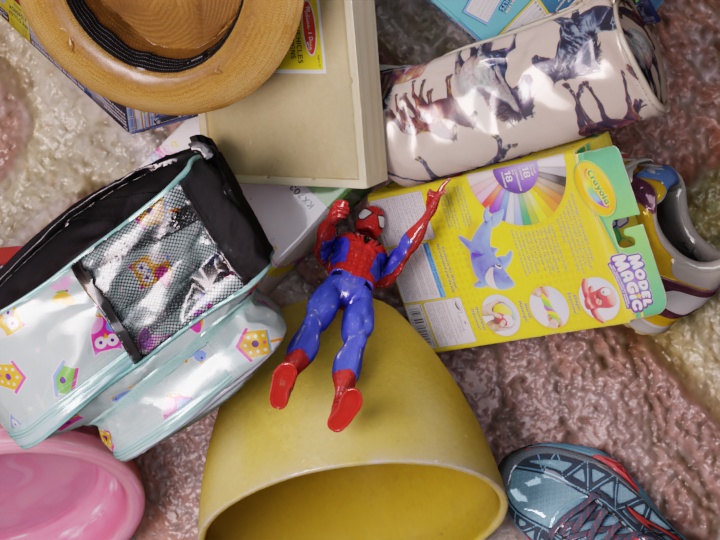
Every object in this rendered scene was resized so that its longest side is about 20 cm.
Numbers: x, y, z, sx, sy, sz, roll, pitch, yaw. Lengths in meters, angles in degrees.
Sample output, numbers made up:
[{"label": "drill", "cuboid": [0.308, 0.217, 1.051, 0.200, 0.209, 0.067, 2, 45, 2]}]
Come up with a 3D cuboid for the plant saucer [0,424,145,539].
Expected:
[{"label": "plant saucer", "cuboid": [-0.243, 0.150, 1.538, 0.199, 0.201, 0.051, -20, 55, 6]}]

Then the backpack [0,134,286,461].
[{"label": "backpack", "cuboid": [-0.145, 0.028, 1.418, 0.199, 0.176, 0.154, -28, 98, 0]}]

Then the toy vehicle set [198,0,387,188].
[{"label": "toy vehicle set", "cuboid": [-0.050, -0.152, 1.447, 0.124, 0.026, 0.202, 5, 108, 31]}]

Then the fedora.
[{"label": "fedora", "cuboid": [-0.113, -0.195, 1.394, 0.199, 0.082, 0.202, 7, 120, 12]}]

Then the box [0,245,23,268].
[{"label": "box", "cuboid": [-0.273, 0.046, 1.521, 0.102, 0.200, 0.095, -21, 86, 21]}]

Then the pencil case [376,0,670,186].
[{"label": "pencil case", "cuboid": [0.091, -0.114, 1.453, 0.199, 0.078, 0.090, -16, 92, 24]}]

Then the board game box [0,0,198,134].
[{"label": "board game box", "cuboid": [-0.172, -0.224, 1.512, 0.061, 0.200, 0.201, -17, 129, -29]}]

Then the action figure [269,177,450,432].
[{"label": "action figure", "cuboid": [0.000, 0.000, 1.437, 0.065, 0.200, 0.099, 23, 122, -4]}]

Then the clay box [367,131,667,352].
[{"label": "clay box", "cuboid": [0.107, -0.018, 1.495, 0.199, 0.048, 0.116, -10, 104, 39]}]

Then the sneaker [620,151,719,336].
[{"label": "sneaker", "cuboid": [0.160, -0.056, 1.523, 0.200, 0.075, 0.090, 46, 129, -1]}]

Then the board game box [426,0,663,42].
[{"label": "board game box", "cuboid": [0.115, -0.210, 1.495, 0.151, 0.200, 0.047, -51, 43, 3]}]

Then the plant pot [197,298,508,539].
[{"label": "plant pot", "cuboid": [-0.013, 0.101, 1.512, 0.199, 0.200, 0.143, -12, 62, 7]}]

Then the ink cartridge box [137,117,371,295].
[{"label": "ink cartridge box", "cuboid": [-0.097, -0.034, 1.574, 0.117, 0.067, 0.200, 44, 94, 7]}]

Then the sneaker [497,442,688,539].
[{"label": "sneaker", "cuboid": [0.174, 0.179, 1.516, 0.199, 0.096, 0.080, 35, 92, 7]}]
